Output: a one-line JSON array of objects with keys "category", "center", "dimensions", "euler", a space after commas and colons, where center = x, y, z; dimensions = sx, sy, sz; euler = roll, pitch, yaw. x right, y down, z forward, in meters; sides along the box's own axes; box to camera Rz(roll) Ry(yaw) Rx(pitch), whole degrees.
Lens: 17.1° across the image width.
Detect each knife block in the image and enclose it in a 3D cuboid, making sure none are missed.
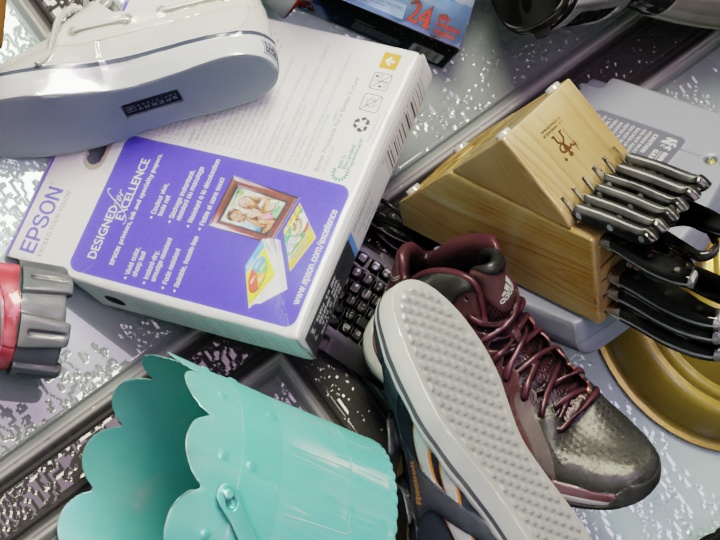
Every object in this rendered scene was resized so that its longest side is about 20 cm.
[{"category": "knife block", "center": [0.131, -0.013, 1.383], "dimensions": [0.064, 0.200, 0.176], "euler": [-40, 95, -29]}]

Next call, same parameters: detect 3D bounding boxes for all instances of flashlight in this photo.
[{"category": "flashlight", "center": [-0.265, 0.019, 1.354], "dimensions": [0.198, 0.068, 0.069], "euler": [6, 75, -17]}]

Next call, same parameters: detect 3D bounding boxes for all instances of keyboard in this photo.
[{"category": "keyboard", "center": [0.000, 0.000, 1.455], "dimensions": [0.199, 0.040, 0.105], "euler": [33, 69, -7]}]

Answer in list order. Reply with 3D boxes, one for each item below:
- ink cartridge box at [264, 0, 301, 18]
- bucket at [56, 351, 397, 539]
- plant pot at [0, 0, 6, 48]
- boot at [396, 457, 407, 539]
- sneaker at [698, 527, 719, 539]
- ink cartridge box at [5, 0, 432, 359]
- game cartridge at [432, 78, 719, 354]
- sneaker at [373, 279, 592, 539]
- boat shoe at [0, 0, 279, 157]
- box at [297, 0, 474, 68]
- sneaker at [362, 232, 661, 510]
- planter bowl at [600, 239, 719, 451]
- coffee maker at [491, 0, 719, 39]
[{"category": "ink cartridge box", "center": [0.012, -0.268, 1.415], "dimensions": [0.084, 0.176, 0.200], "euler": [44, 68, -2]}, {"category": "bucket", "center": [-0.078, 0.157, 1.305], "dimensions": [0.134, 0.207, 0.209], "euler": [20, 70, -19]}, {"category": "plant pot", "center": [-0.292, -0.094, 1.317], "dimensions": [0.198, 0.200, 0.141], "euler": [-1, 90, -17]}, {"category": "boot", "center": [0.104, 0.177, 1.430], "dimensions": [0.153, 0.074, 0.202], "euler": [2, 72, -25]}, {"category": "sneaker", "center": [0.263, 0.174, 1.462], "dimensions": [0.199, 0.075, 0.080], "euler": [-35, 98, -32]}, {"category": "ink cartridge box", "center": [-0.083, -0.062, 1.424], "dimensions": [0.198, 0.043, 0.199], "euler": [15, 68, 20]}, {"category": "game cartridge", "center": [0.145, -0.035, 1.459], "dimensions": [0.132, 0.041, 0.200], "euler": [19, 52, 33]}, {"category": "sneaker", "center": [0.050, 0.107, 1.329], "dimensions": [0.078, 0.079, 0.201], "euler": [-23, 83, -54]}, {"category": "boat shoe", "center": [-0.151, -0.131, 1.412], "dimensions": [0.200, 0.075, 0.087], "euler": [-14, 60, 6]}, {"category": "box", "center": [-0.013, -0.230, 1.512], "dimensions": [0.199, 0.038, 0.138], "euler": [21, 71, -11]}, {"category": "sneaker", "center": [0.089, 0.049, 1.365], "dimensions": [0.199, 0.116, 0.076], "euler": [29, 45, 20]}, {"category": "planter bowl", "center": [0.248, 0.008, 1.505], "dimensions": [0.199, 0.083, 0.202], "euler": [4, 74, -15]}, {"category": "coffee maker", "center": [0.172, -0.240, 1.515], "dimensions": [0.199, 0.135, 0.193], "euler": [-1, 58, -32]}]
